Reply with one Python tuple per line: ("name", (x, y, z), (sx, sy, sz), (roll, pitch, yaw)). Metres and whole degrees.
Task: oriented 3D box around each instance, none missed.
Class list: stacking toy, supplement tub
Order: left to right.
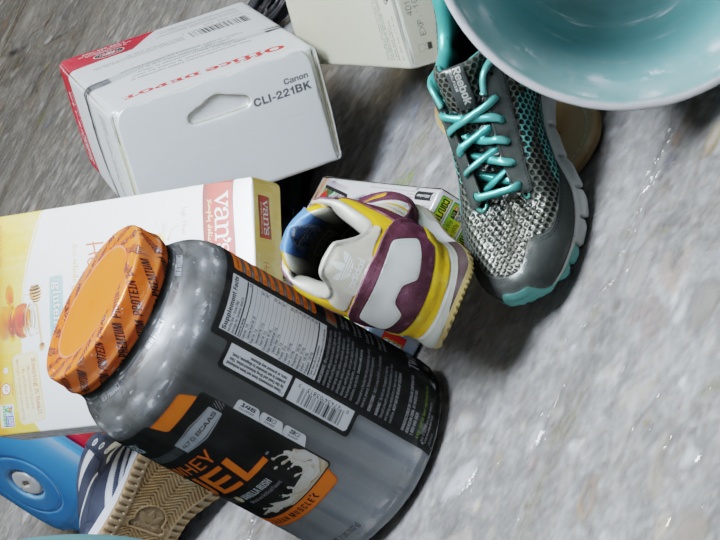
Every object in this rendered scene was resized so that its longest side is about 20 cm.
("stacking toy", (-0.198, 0.082, 1.848), (0.200, 0.110, 0.116), (-61, 6, -36))
("supplement tub", (-0.065, 0.063, 1.399), (0.123, 0.200, 0.123), (-49, 23, 29))

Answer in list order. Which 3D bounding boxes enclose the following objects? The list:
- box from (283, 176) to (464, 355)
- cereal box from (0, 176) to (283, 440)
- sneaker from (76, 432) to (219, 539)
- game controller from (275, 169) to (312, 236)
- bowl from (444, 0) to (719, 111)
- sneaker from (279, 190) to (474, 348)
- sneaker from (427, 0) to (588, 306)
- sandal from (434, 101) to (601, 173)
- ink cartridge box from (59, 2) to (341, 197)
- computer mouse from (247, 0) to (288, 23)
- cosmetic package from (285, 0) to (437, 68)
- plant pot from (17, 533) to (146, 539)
("box", (0.000, 0.000, 1.565), (0.110, 0.035, 0.200), (-63, 21, -6))
("cereal box", (-0.140, 0.026, 1.577), (0.199, 0.039, 0.144), (-9, 78, 29))
("sneaker", (-0.129, 0.120, 1.655), (0.200, 0.070, 0.109), (-54, 23, 24))
("game controller", (-0.068, -0.018, 1.757), (0.200, 0.042, 0.104), (-82, 15, -45))
("bowl", (0.133, -0.185, 1.324), (0.201, 0.201, 0.105), (-58, 1, 5))
("sneaker", (-0.005, -0.015, 1.405), (0.075, 0.090, 0.200), (-67, 18, 1))
("sneaker", (0.069, -0.077, 1.373), (0.077, 0.091, 0.201), (-21, 58, 29))
("sandal", (0.068, -0.097, 1.487), (0.078, 0.070, 0.212), (-58, 21, 5))
("ink cartridge box", (-0.112, -0.110, 1.720), (0.144, 0.084, 0.200), (-19, 18, -10))
("computer mouse", (-0.085, -0.151, 1.956), (0.110, 0.044, 0.200), (-46, 19, 21))
("cosmetic package", (0.031, -0.177, 1.613), (0.105, 0.071, 0.200), (-20, 12, -19))
("plant pot", (-0.120, 0.226, 1.371), (0.134, 0.200, 0.200), (-20, 29, 5))
